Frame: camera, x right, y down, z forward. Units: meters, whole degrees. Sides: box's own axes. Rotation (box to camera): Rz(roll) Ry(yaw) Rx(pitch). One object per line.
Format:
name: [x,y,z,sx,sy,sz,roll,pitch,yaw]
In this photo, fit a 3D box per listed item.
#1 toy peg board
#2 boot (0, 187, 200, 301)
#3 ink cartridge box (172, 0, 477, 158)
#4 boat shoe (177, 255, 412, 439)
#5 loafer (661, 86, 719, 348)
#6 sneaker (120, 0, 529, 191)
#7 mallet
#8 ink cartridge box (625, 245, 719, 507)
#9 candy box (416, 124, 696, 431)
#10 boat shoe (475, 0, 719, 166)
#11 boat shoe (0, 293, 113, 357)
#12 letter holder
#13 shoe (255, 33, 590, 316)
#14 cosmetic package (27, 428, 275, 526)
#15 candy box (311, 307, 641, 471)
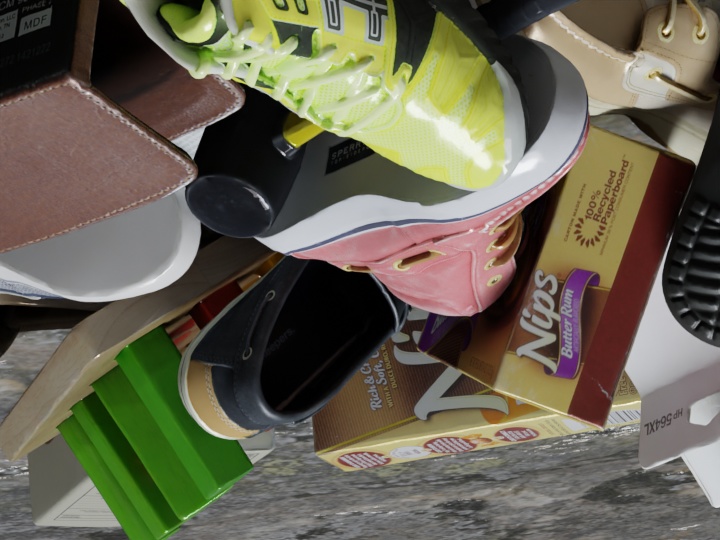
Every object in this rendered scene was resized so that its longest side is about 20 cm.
toy peg board: [-0.059,0.048,1.086,0.198,0.098,0.200,-32,175,-27]
boot: [-0.139,-0.022,1.008,0.198,0.074,0.090,7,177,32]
ink cartridge box: [-0.058,-0.100,0.888,0.199,0.057,0.162,30,147,-27]
boat shoe: [0.000,0.000,0.983,0.062,0.200,0.075,0,131,56]
loafer: [0.177,-0.068,0.867,0.073,0.201,0.071,29,-163,14]
sneaker: [-0.029,-0.083,0.725,0.199,0.077,0.075,36,137,-17]
mallet: [0.012,-0.079,0.815,0.199,0.066,0.041,-30,123,35]
ink cartridge box: [0.210,0.008,1.006,0.199,0.126,0.128,-33,178,-32]
candy box: [0.083,-0.002,0.972,0.056,0.118,0.200,20,-179,-9]
boat shoe: [0.118,-0.101,0.881,0.069,0.074,0.199,-31,153,29]
boat shoe: [-0.204,0.015,1.131,0.198,0.066,0.072,-9,162,10]
letter holder: [-0.138,-0.056,0.821,0.199,0.101,0.142,-14,147,29]
shoe: [0.043,-0.034,0.857,0.090,0.072,0.199,23,158,-30]
cosmetic package: [-0.138,0.098,1.378,0.102,0.088,0.200,2,160,-26]
candy box: [0.070,0.036,1.201,0.198,0.117,0.055,-11,161,15]
